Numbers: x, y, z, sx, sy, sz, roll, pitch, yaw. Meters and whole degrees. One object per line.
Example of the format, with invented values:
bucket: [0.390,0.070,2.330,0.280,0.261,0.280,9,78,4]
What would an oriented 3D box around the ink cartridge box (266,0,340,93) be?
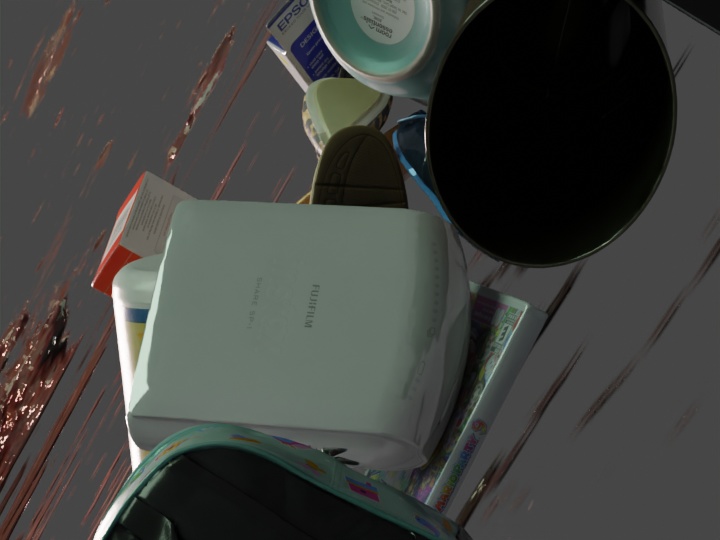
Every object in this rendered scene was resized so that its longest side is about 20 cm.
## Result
ink cartridge box: [0.008,-0.243,1.489,0.198,0.200,0.047,-48,57,-5]

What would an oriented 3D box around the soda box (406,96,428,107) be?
soda box: [0.069,-0.165,1.388,0.064,0.068,0.200,-63,13,4]

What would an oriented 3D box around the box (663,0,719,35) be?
box: [0.163,-0.206,0.898,0.087,0.163,0.200,-57,13,20]

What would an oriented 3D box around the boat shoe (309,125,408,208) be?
boat shoe: [0.000,0.000,1.203,0.065,0.071,0.203,139,125,-83]

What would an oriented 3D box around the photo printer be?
photo printer: [-0.032,0.039,1.042,0.070,0.198,0.168,69,-152,-59]

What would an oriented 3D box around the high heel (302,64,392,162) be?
high heel: [-0.016,-0.099,1.420,0.201,0.071,0.144,-78,-2,-57]

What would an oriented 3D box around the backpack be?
backpack: [-0.049,0.174,0.875,0.177,0.199,0.153,-62,13,4]

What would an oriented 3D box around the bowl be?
bowl: [0.039,-0.204,1.192,0.105,0.201,0.201,-28,-15,-44]

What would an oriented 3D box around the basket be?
basket: [0.118,-0.132,0.998,0.201,0.134,0.182,-73,-6,-55]

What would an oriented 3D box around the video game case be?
video game case: [0.044,0.105,1.057,0.202,0.018,0.143,-63,13,-1]

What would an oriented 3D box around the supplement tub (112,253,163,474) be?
supplement tub: [-0.096,0.090,1.197,0.145,0.143,0.203,-145,49,-77]

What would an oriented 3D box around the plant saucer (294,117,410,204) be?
plant saucer: [-0.019,-0.055,1.433,0.200,0.038,0.200,-39,-1,-1]

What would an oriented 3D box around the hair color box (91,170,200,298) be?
hair color box: [-0.132,0.009,1.523,0.064,0.199,0.111,-51,17,36]

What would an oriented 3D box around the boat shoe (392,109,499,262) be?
boat shoe: [0.082,-0.070,1.170,0.069,0.084,0.200,-52,31,11]
